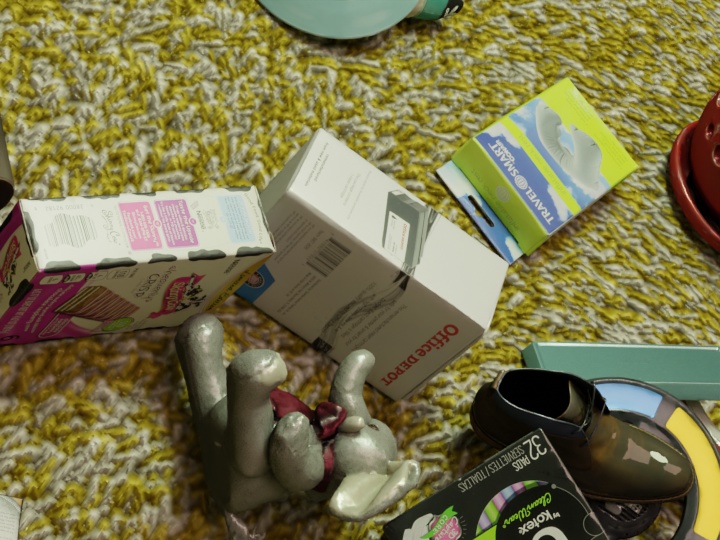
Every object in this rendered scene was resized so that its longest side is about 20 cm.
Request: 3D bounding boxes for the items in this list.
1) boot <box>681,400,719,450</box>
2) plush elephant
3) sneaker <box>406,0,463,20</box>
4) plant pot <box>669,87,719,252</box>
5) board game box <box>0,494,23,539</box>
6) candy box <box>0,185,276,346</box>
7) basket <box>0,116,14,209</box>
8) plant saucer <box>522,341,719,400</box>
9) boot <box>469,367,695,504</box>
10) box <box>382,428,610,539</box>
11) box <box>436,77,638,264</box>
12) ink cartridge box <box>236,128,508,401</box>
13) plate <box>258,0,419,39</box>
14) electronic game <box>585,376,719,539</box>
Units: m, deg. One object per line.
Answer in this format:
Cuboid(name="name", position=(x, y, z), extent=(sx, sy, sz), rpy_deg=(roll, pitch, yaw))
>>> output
Cuboid(name="boot", position=(0.276, 0.183, 1.440), extent=(0.144, 0.073, 0.201), rpy_deg=(-20, 67, -39))
Cuboid(name="plush elephant", position=(-0.037, 0.127, 1.206), extent=(0.154, 0.164, 0.202), rpy_deg=(-10, 97, -23))
Cuboid(name="sneaker", position=(0.055, -0.343, 1.613), extent=(0.079, 0.071, 0.202), rpy_deg=(4, 68, -34))
Cuboid(name="plant pot", position=(0.434, -0.121, 1.651), extent=(0.199, 0.182, 0.202), rpy_deg=(16, 56, -25))
Cuboid(name="board game box", position=(-0.329, 0.198, 1.045), extent=(0.199, 0.035, 0.137), rpy_deg=(17, 54, -25))
Cuboid(name="candy box", position=(-0.183, -0.003, 1.197), extent=(0.199, 0.136, 0.061), rpy_deg=(-7, 68, -36))
Cuboid(name="basket", position=(-0.341, -0.132, 1.177), extent=(0.179, 0.136, 0.201), rpy_deg=(-15, 76, -35))
Cuboid(name="plant saucer", position=(0.251, 0.091, 1.451), extent=(0.198, 0.019, 0.070), rpy_deg=(3, 35, -11))
Cuboid(name="boot", position=(0.187, 0.138, 1.313), extent=(0.198, 0.097, 0.075), rpy_deg=(18, 70, 6))
Cuboid(name="box", position=(0.128, 0.247, 1.223), extent=(0.148, 0.124, 0.201), rpy_deg=(-31, 81, -3))
Cuboid(name="box", position=(0.176, -0.101, 1.558), extent=(0.122, 0.048, 0.200), rpy_deg=(52, 47, 4))
Cuboid(name="ink cartridge box", position=(0.000, 0.000, 1.312), extent=(0.199, 0.145, 0.085), rpy_deg=(35, 48, -12))
Cuboid(name="plate", position=(-0.024, -0.318, 1.524), extent=(0.198, 0.026, 0.202), rpy_deg=(4, 70, -11))
Cuboid(name="electronic game", position=(0.223, 0.191, 1.369), extent=(0.198, 0.042, 0.202), rpy_deg=(2, 75, -7))
